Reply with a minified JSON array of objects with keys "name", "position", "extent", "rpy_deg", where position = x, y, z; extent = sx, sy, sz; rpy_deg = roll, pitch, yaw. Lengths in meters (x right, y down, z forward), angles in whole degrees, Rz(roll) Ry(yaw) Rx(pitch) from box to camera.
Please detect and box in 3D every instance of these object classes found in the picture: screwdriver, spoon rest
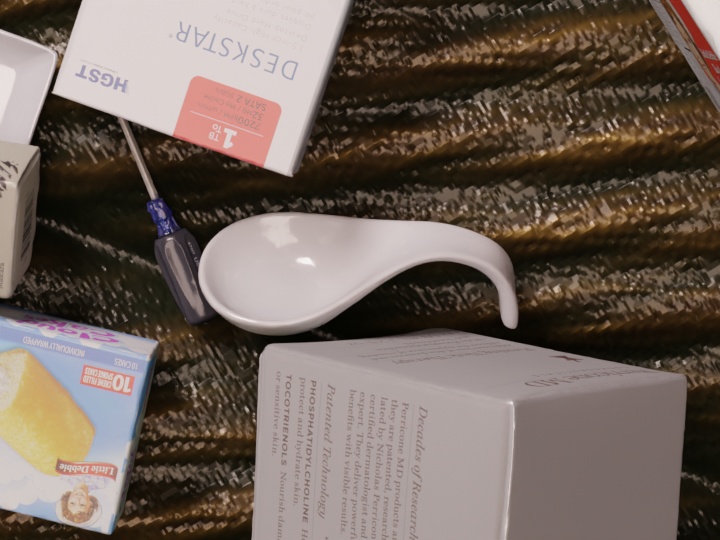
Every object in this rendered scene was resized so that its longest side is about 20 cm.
[{"name":"screwdriver","position":[-0.137,-0.058,1.615],"extent":[0.029,0.028,0.201],"rpy_deg":[-29,96,-25]},{"name":"spoon rest","position":[0.000,0.000,1.595],"extent":[0.198,0.100,0.061],"rpy_deg":[1,133,-6]}]

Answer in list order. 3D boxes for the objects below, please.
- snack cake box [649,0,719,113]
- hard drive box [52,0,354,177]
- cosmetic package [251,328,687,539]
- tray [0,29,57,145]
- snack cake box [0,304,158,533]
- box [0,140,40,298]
[{"name":"snack cake box","position":[0.220,-0.147,1.512],"extent":[0.067,0.200,0.115],"rpy_deg":[-33,97,4]},{"name":"hard drive box","position":[-0.079,-0.176,1.566],"extent":[0.155,0.077,0.201],"rpy_deg":[18,94,-2]},{"name":"cosmetic package","position":[0.062,0.133,1.527],"extent":[0.199,0.167,0.168],"rpy_deg":[10,100,43]},{"name":"tray","position":[-0.295,-0.119,1.609],"extent":[0.199,0.022,0.108],"rpy_deg":[19,97,-2]},{"name":"snack cake box","position":[-0.234,0.081,1.606],"extent":[0.199,0.067,0.116],"rpy_deg":[13,97,-1]},{"name":"box","position":[-0.298,-0.045,1.576],"extent":[0.198,0.068,0.083],"rpy_deg":[8,113,2]}]
